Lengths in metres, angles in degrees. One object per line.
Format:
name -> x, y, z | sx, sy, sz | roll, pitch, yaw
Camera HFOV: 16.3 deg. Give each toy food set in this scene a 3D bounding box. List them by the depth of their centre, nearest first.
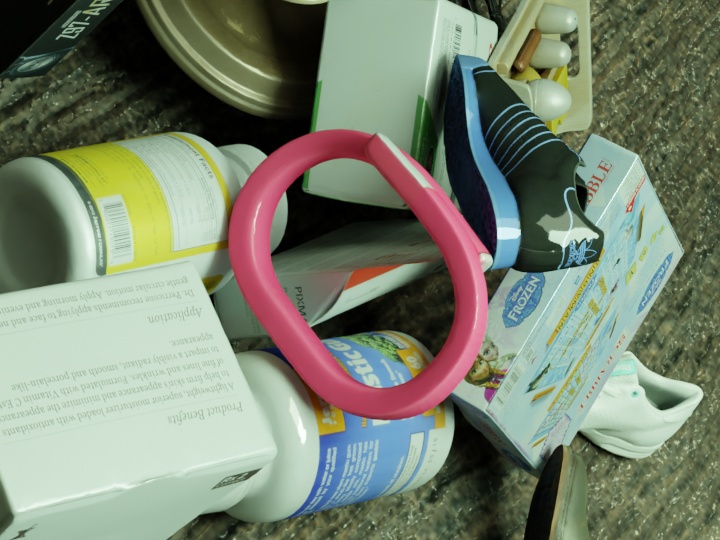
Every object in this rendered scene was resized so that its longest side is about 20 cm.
toy food set -> 0.145, -0.124, 1.907 | 0.200, 0.060, 0.145 | -60, 151, -53

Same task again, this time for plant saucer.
plant saucer -> -0.076, -0.200, 1.767 | 0.199, 0.029, 0.201 | 22, 51, -29

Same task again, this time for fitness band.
fitness band -> 0.000, 0.000, 1.585 | 0.200, 0.144, 0.037 | 52, 17, 23

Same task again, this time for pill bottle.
pill bottle -> -0.145, -0.030, 1.641 | 0.199, 0.112, 0.113 | -13, 73, -46
pill bottle -> -0.042, 0.104, 1.647 | 0.199, 0.112, 0.113 | -7, 69, -45

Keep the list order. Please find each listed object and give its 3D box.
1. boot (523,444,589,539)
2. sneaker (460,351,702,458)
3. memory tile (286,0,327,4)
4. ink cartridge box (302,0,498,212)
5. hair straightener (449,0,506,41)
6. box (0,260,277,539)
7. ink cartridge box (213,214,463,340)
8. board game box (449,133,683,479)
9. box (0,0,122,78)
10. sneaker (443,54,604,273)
boot -> 0.162, 0.226, 1.745 | 0.096, 0.075, 0.202 | 10, 77, -11
sneaker -> 0.164, 0.086, 1.862 | 0.199, 0.088, 0.076 | 9, 59, -33
memory tile -> -0.032, -0.232, 1.729 | 0.153, 0.017, 0.199 | 28, 32, 30
ink cartridge box -> 0.032, -0.117, 1.777 | 0.200, 0.082, 0.148 | 3, 95, -75
hair straightener -> 0.098, -0.179, 2.019 | 0.077, 0.041, 0.201 | 7, 55, -39
box -> -0.193, 0.106, 1.445 | 0.198, 0.200, 0.131 | -10, 69, -45
ink cartridge box -> 0.022, 0.001, 1.709 | 0.162, 0.199, 0.058 | -23, 108, -47
board game box -> 0.143, 0.030, 1.732 | 0.041, 0.200, 0.201 | 29, 81, 23
box -> -0.221, -0.254, 1.681 | 0.043, 0.160, 0.201 | -8, 71, -44
sneaker -> 0.104, -0.068, 1.643 | 0.077, 0.070, 0.201 | 2, 42, -13
